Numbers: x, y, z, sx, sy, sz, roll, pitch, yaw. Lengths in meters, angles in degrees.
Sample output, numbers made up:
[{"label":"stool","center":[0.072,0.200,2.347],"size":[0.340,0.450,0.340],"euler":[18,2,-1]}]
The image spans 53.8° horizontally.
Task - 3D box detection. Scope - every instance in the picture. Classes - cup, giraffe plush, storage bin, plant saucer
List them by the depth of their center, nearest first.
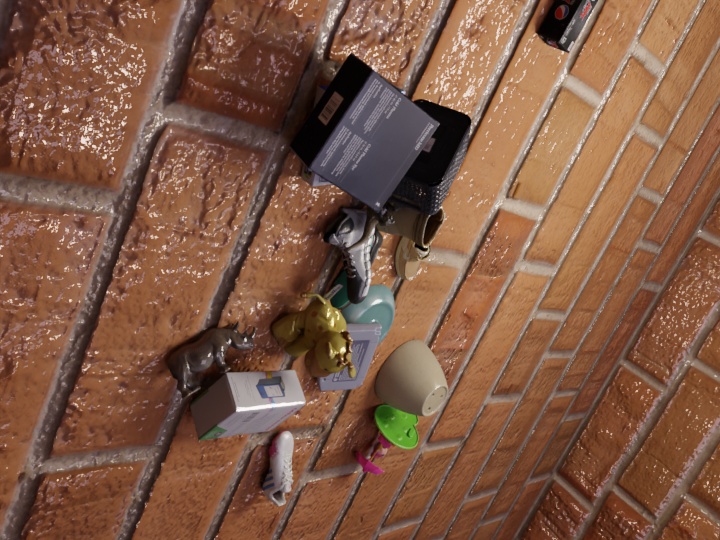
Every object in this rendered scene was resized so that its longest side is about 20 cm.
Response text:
[{"label":"storage bin","center":[0.129,-0.230,1.428],"size":[0.094,0.133,0.202],"euler":[88,27,-58]},{"label":"giraffe plush","center":[-0.075,0.156,1.508],"size":[0.170,0.164,0.201],"euler":[9,131,-38]},{"label":"plant saucer","center":[0.019,0.131,1.738],"size":[0.198,0.036,0.203],"euler":[-28,137,-30]},{"label":"cup","center":[0.158,0.315,1.946],"size":[0.198,0.143,0.204],"euler":[-28,137,-29]}]

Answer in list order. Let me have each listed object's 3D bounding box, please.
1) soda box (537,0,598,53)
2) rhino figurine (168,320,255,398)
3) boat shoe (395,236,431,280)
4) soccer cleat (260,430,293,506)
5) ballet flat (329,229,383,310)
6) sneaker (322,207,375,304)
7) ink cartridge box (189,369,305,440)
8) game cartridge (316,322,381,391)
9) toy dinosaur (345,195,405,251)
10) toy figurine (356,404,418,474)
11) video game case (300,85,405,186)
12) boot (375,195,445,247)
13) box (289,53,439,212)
[{"label":"soda box","center":[0.491,-0.611,1.626],"size":[0.063,0.070,0.203],"euler":[17,105,-50]},{"label":"rhino figurine","center":[-0.287,0.162,1.397],"size":[0.198,0.088,0.060],"euler":[-32,179,-27]},{"label":"boat shoe","center":[0.133,-0.056,1.685],"size":[0.073,0.066,0.204],"euler":[-21,132,-35]},{"label":"soccer cleat","center":[-0.190,0.492,1.757],"size":[0.069,0.086,0.204],"euler":[-10,126,-42]},{"label":"ballet flat","center":[0.000,0.000,1.590],"size":[0.068,0.068,0.203],"euler":[6,115,-58]},{"label":"sneaker","center":[-0.035,-0.035,1.498],"size":[0.114,0.074,0.205],"euler":[8,85,-38]},{"label":"ink cartridge box","center":[-0.236,0.283,1.500],"size":[0.198,0.089,0.145],"euler":[7,142,-48]},{"label":"game cartridge","center":[-0.035,0.206,1.695],"size":[0.130,0.041,0.203],"euler":[-2,129,-27]},{"label":"toy dinosaur","center":[0.041,-0.122,1.467],"size":[0.048,0.087,0.204],"euler":[46,57,-47]},{"label":"toy figurine","center":[0.065,0.493,2.034],"size":[0.185,0.149,0.200],"euler":[-55,170,25]},{"label":"video game case","center":[-0.014,-0.264,1.378],"size":[0.197,0.045,0.185],"euler":[-13,129,-41]},{"label":"boot","center":[0.120,-0.161,1.503],"size":[0.072,0.154,0.204],"euler":[19,94,-48]},{"label":"box","center":[0.007,-0.242,1.274],"size":[0.180,0.104,0.202],"euler":[28,104,-38]}]
